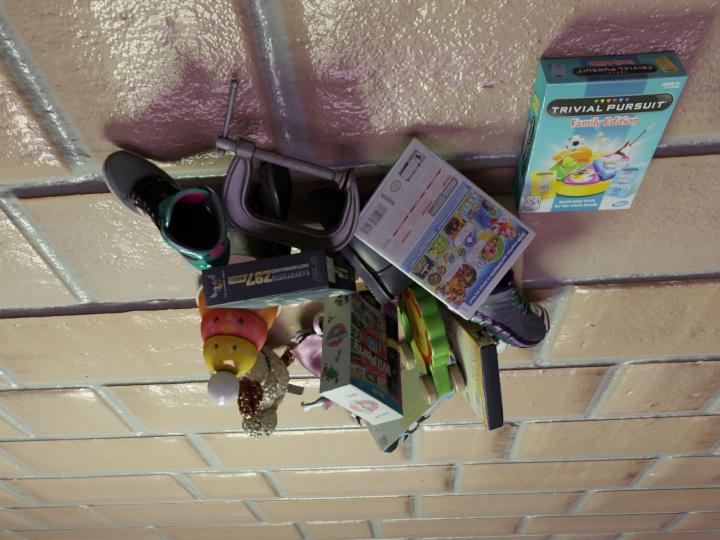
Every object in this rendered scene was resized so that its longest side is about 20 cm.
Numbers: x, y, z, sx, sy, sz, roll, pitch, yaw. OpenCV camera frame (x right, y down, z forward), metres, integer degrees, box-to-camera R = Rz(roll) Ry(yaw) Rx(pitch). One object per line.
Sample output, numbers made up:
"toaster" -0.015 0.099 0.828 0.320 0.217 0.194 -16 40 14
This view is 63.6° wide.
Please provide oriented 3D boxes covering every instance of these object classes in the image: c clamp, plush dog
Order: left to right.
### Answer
"plush dog" -0.199 0.183 1.056 0.160 0.201 0.172 -39 156 -1
"c clamp" -0.085 -0.105 0.699 0.197 0.027 0.173 19 114 -13

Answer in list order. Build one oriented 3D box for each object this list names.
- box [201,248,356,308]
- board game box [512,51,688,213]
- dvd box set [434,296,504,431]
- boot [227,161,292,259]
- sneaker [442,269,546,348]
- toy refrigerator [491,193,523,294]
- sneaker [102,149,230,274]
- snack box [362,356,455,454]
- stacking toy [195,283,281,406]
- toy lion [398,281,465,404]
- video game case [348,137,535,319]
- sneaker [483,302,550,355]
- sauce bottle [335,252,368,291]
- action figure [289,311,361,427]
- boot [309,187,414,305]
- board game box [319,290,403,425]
"box" -0.098 0.016 0.772 0.155 0.052 0.200 -9 174 8
"board game box" 0.276 -0.156 0.702 0.148 0.048 0.201 -3 143 3
"dvd box set" 0.166 0.133 0.918 0.029 0.200 0.149 -14 112 -8
"boot" -0.182 -0.075 0.793 0.171 0.070 0.202 8 135 2
"sneaker" 0.210 0.046 0.822 0.198 0.075 0.088 23 132 -26
"toy refrigerator" 0.206 -0.014 0.863 0.069 0.077 0.201 -7 141 8
"sneaker" -0.232 -0.081 0.699 0.200 0.084 0.121 44 158 -7
"snack box" 0.086 0.231 1.083 0.200 0.117 0.037 -46 143 16
"stacking toy" -0.203 0.119 0.929 0.143 0.203 0.147 -1 143 0
"toy lion" 0.099 0.096 0.932 0.068 0.200 0.195 -17 108 -6
"video game case" 0.104 -0.051 0.745 0.199 0.018 0.144 36 102 -6
"sneaker" 0.214 0.102 0.995 0.197 0.081 0.129 -23 146 30
"sauce bottle" 0.000 0.000 0.888 0.196 0.066 0.065 -7 143 11
"action figure" -0.037 0.185 1.048 0.149 0.200 0.133 -48 167 26
"boot" 0.047 -0.069 0.796 0.167 0.077 0.201 -34 109 11
"board game box" 0.004 0.125 0.938 0.064 0.203 0.147 -22 139 29
